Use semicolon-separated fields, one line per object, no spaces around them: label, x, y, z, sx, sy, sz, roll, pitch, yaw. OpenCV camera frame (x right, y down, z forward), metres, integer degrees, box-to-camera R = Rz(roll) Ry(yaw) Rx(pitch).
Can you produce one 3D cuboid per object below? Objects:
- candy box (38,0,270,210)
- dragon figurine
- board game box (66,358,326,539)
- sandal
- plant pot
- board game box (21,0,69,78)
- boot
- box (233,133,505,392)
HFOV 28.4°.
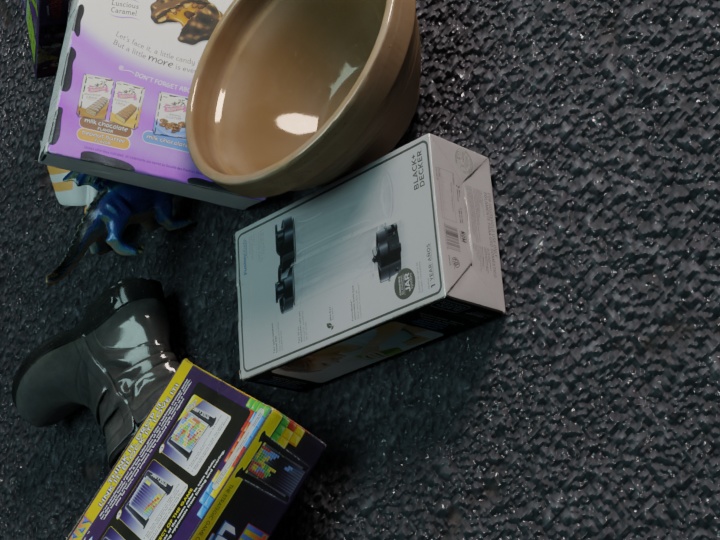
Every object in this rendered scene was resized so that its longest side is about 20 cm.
candy box;-0.141;-0.163;1.085;0.072;0.167;0.201;169;112;-72
dragon figurine;-0.197;-0.066;1.144;0.059;0.200;0.100;4;119;49
board game box;-0.129;0.174;0.994;0.200;0.057;0.165;-57;27;-8
sandal;-0.242;-0.123;1.220;0.059;0.079;0.208;0;98;5
plant pot;-0.023;-0.131;0.997;0.200;0.093;0.202;-27;48;35
board game box;-0.259;-0.247;1.150;0.200;0.032;0.121;137;119;-72
boot;-0.214;0.109;1.165;0.200;0.070;0.132;-44;55;35
box;0.000;0.000;0.969;0.200;0.060;0.117;-25;61;40
